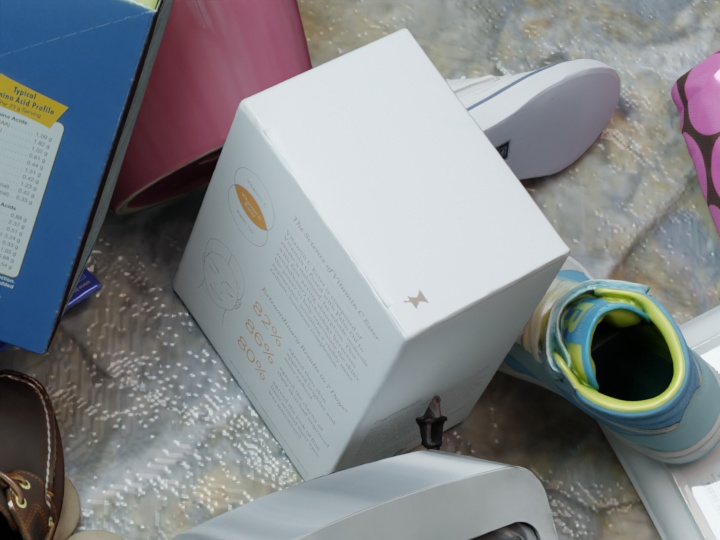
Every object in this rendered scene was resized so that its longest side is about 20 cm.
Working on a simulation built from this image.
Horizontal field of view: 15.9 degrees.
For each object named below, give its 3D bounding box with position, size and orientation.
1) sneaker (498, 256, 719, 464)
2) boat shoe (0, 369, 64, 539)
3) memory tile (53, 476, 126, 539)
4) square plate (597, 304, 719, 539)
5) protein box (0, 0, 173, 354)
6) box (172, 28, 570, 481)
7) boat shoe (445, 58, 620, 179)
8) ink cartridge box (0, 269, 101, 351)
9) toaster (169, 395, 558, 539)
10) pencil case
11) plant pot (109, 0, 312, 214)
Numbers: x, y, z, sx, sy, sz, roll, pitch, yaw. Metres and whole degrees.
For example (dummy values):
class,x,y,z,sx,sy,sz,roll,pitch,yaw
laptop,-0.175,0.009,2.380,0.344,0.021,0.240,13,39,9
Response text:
class,x,y,z,sx,sy,sz,roll,pitch,yaw
sneaker,0.105,0.023,1.386,0.200,0.131,0.080,29,83,22
boat shoe,-0.185,0.133,1.283,0.070,0.070,0.200,11,58,-9
memory tile,-0.187,0.197,1.296,0.200,0.017,0.153,-37,77,-30
square plate,0.246,0.096,1.411,0.198,0.028,0.200,-28,69,6
protein box,-0.206,-0.102,1.264,0.198,0.200,0.135,19,29,-4
box,0.000,0.000,1.350,0.106,0.200,0.152,-27,72,-27
boat shoe,0.066,-0.086,1.493,0.200,0.074,0.065,-22,46,-38
ink cartridge box,-0.242,-0.043,1.392,0.119,0.042,0.200,-33,76,-28
toaster,0.008,0.184,1.260,0.181,0.119,0.200,-17,96,-24
pencil case,0.255,-0.041,1.514,0.094,0.091,0.200,-3,65,-27
plant pot,-0.115,-0.138,1.412,0.200,0.200,0.179,-24,85,-26
